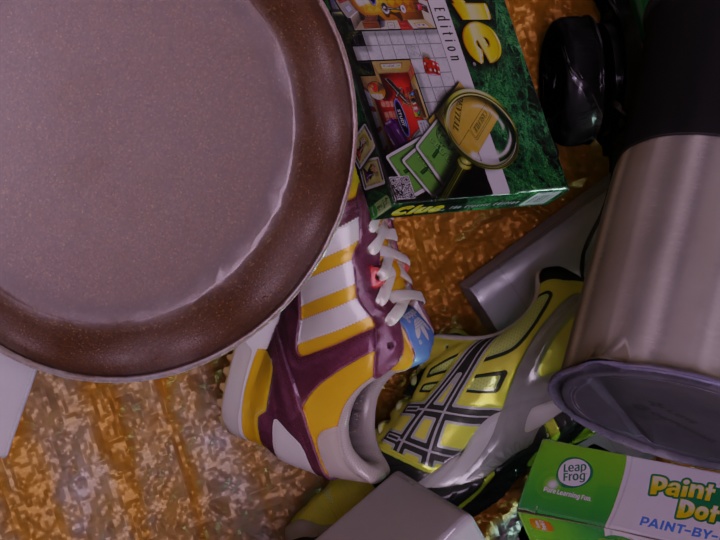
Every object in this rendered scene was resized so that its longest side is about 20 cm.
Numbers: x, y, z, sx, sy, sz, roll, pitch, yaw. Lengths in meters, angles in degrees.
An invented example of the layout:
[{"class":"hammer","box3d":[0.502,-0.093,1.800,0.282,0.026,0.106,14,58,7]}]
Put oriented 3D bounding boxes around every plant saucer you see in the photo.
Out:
[{"class":"plant saucer","box3d":[-0.098,-0.055,0.902,0.199,0.032,0.201,-5,103,-24]}]

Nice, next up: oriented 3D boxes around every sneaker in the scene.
[{"class":"sneaker","box3d":[0.045,0.075,1.065,0.200,0.075,0.077,-33,73,10]},{"class":"sneaker","box3d":[0.000,0.000,1.013,0.090,0.075,0.201,22,114,22]}]

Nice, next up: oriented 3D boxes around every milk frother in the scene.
[{"class":"milk frother","box3d":[0.204,-0.017,0.926,0.180,0.200,0.189,24,70,-22]}]

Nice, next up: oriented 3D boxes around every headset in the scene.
[{"class":"headset","box3d":[0.090,-0.075,1.044,0.123,0.094,0.201,-29,95,-9]}]

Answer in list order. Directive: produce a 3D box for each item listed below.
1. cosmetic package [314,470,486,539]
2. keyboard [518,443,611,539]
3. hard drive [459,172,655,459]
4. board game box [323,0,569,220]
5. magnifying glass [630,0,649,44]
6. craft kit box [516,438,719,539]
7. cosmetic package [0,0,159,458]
[{"class":"cosmetic package","box3d":[-0.020,0.196,0.983,0.200,0.071,0.102,-38,118,-15]},{"class":"keyboard","box3d":[0.181,0.153,1.086,0.199,0.040,0.104,26,124,-1]},{"class":"hard drive","box3d":[0.165,0.003,1.114,0.200,0.026,0.132,-36,106,-8]},{"class":"board game box","box3d":[0.020,-0.121,0.989,0.104,0.023,0.201,-6,71,-40]},{"class":"magnifying glass","box3d":[0.219,-0.097,1.089,0.200,0.022,0.080,38,82,-4]},{"class":"craft kit box","box3d":[0.188,0.162,1.023,0.200,0.197,0.049,65,39,-50]},{"class":"cosmetic package","box3d":[-0.218,-0.051,0.944,0.199,0.123,0.200,19,93,-20]}]
